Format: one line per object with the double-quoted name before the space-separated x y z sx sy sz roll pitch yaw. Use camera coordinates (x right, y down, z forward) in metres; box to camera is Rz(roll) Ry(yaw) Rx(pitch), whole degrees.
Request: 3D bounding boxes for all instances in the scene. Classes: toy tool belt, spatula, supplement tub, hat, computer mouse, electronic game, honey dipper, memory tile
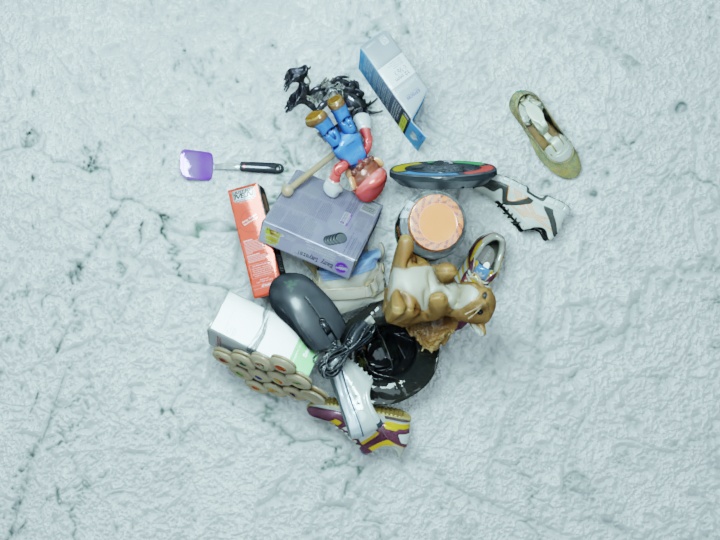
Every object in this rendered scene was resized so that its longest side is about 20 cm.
"toy tool belt" 0.000 0.000 1.660 0.197 0.125 0.125 -18 97 -3
"spatula" -0.244 -0.197 1.706 0.196 0.021 0.058 2 86 -3
"supplement tub" 0.126 -0.079 1.627 0.120 0.200 0.125 0 88 -2
"hat" 0.053 0.153 1.678 0.197 0.081 0.205 0 87 7
"computer mouse" -0.077 0.075 1.564 0.200 0.053 0.138 43 66 7
"electronic game" 0.150 -0.180 1.634 0.196 0.200 0.042 -2 104 -2
"honey dipper" -0.077 -0.196 1.658 0.038 0.038 0.200 49 57 0
"memory tile" -0.163 0.189 1.602 0.154 0.198 0.017 49 55 -39

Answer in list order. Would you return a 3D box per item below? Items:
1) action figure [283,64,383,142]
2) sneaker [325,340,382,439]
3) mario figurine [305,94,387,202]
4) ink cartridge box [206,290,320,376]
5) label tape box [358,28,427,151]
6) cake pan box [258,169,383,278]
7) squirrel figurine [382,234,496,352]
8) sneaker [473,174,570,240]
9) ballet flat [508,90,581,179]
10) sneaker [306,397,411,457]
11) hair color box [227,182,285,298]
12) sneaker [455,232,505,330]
"action figure" -0.057 -0.314 1.679 0.198 0.102 0.121 11 53 -39
"sneaker" -0.015 0.200 1.613 0.070 0.073 0.203 -15 75 -11
"mario figurine" -0.026 -0.214 1.640 0.122 0.107 0.202 -21 115 21
"ink cartridge box" -0.173 0.129 1.631 0.198 0.146 0.085 27 72 -1
"label tape box" 0.077 -0.331 1.661 0.066 0.143 0.201 -37 89 -2
"cake pan box" -0.068 -0.091 1.631 0.182 0.201 0.053 23 130 1
"squirrel figurine" 0.136 0.054 1.555 0.183 0.201 0.144 10 62 -5
"sneaker" 0.298 -0.122 1.699 0.197 0.074 0.081 24 89 -1
"ballet flat" 0.355 -0.260 1.709 0.070 0.071 0.201 -36 90 -3
"sneaker" -0.007 0.295 1.666 0.196 0.075 0.092 10 94 3
"hair color box" -0.188 -0.053 1.663 0.060 0.102 0.204 -15 89 2
"sneaker" 0.209 0.019 1.681 0.074 0.090 0.203 25 87 -1
